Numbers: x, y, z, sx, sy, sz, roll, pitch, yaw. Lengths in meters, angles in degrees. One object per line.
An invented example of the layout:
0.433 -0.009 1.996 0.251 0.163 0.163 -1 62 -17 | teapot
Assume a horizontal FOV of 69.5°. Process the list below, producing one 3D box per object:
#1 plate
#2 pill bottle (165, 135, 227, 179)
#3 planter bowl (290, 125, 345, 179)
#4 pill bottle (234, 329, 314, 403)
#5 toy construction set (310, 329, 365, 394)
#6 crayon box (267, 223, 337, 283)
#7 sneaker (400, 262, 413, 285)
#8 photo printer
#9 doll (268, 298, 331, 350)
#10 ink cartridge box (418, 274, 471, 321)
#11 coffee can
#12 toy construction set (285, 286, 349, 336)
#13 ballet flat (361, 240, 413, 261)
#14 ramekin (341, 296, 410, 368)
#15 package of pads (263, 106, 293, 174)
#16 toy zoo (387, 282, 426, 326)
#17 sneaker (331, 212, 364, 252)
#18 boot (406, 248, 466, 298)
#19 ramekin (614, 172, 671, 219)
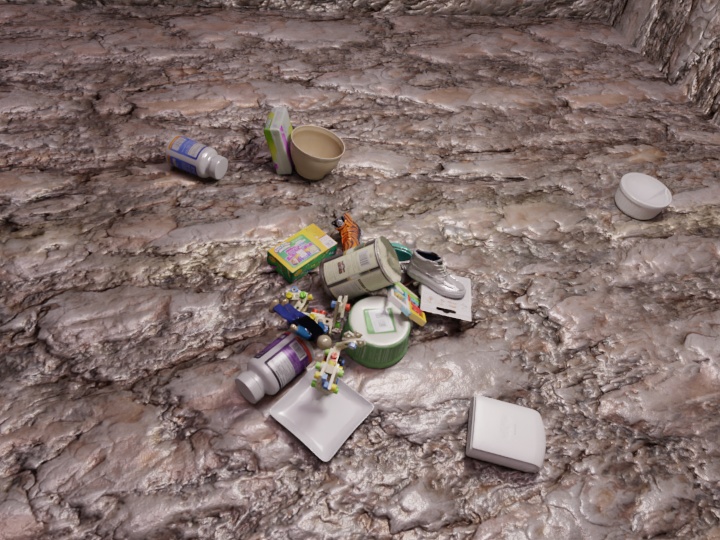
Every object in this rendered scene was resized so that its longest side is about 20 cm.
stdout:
-0.100 0.365 1.347 0.199 0.032 0.200 35 53 18 | plate
-0.581 -0.398 1.851 0.200 0.112 0.112 23 50 9 | pill bottle
-0.171 -0.423 1.917 0.200 0.135 0.200 12 46 -13 | planter bowl
-0.226 0.254 1.366 0.111 0.112 0.200 38 54 21 | pill bottle
-0.066 0.239 1.354 0.092 0.131 0.200 27 49 13 | toy construction set
-0.186 -0.058 1.669 0.119 0.058 0.200 40 55 22 | crayon box
0.107 0.005 1.651 0.200 0.082 0.077 -16 55 -22 | sneaker
0.382 0.427 1.353 0.200 0.070 0.167 15 50 3 | photo printer
-0.149 0.143 1.383 0.200 0.049 0.136 34 18 30 | doll
0.262 0.086 1.613 0.161 0.050 0.200 12 41 0 | ink cartridge box
0.000 0.000 1.536 0.200 0.146 0.147 -20 46 23 | coffee can
-0.126 0.118 1.494 0.200 0.092 0.131 6 66 20 | toy construction set
0.075 -0.070 1.695 0.200 0.067 0.070 -1 45 13 | ballet flat
0.048 0.170 1.492 0.200 0.098 0.200 5 50 -6 | ramekin
-0.290 -0.479 1.910 0.068 0.200 0.155 -2 49 8 | package of pads
0.134 0.092 1.525 0.131 0.020 0.200 38 16 -11 | toy zoo
-0.052 -0.113 1.681 0.112 0.078 0.200 50 21 -22 | sneaker
0.239 0.005 1.591 0.200 0.096 0.074 25 40 14 | boot
1.111 -0.288 2.060 0.202 0.094 0.203 5 49 -6 | ramekin
